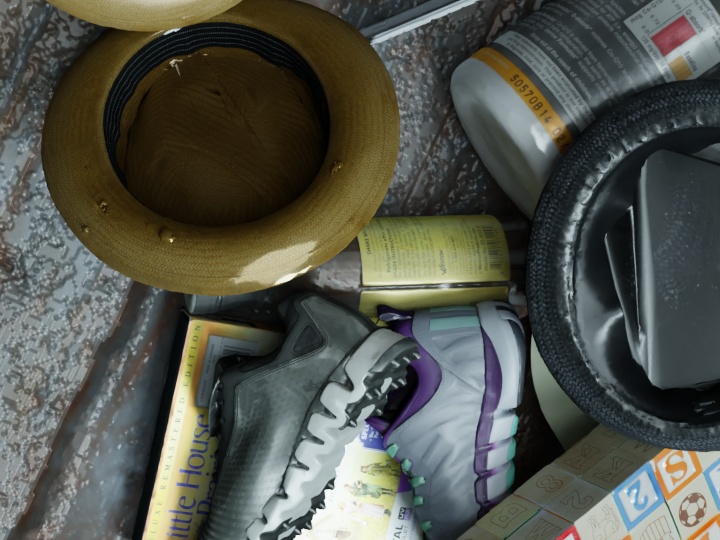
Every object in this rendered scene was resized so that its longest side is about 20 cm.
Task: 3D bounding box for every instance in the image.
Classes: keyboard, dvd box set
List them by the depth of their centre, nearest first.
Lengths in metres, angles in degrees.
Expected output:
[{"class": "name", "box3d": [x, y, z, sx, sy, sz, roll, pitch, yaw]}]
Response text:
[{"class": "keyboard", "box3d": [0.090, -0.167, 1.107, 0.200, 0.056, 0.011, -24, 104, -10]}, {"class": "dvd box set", "box3d": [-0.022, 0.110, 1.137, 0.200, 0.029, 0.147, 10, 98, -18]}]

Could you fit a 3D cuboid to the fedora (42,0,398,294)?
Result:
[{"class": "fedora", "box3d": [-0.071, -0.056, 1.034, 0.200, 0.201, 0.082, -24, 147, -10]}]

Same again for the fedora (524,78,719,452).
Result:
[{"class": "fedora", "box3d": [0.181, -0.008, 1.047, 0.200, 0.092, 0.201, 2, 104, 9]}]

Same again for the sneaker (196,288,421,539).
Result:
[{"class": "sneaker", "box3d": [-0.053, 0.093, 1.077, 0.090, 0.066, 0.200, 39, 110, 16]}]

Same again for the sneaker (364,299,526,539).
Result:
[{"class": "sneaker", "box3d": [0.043, 0.113, 1.109, 0.087, 0.074, 0.201, 2, 101, -3]}]

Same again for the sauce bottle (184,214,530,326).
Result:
[{"class": "sauce bottle", "box3d": [0.000, 0.000, 1.107, 0.199, 0.065, 0.065, 0, 100, -16]}]

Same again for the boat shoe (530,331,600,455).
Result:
[{"class": "boat shoe", "box3d": [0.147, 0.081, 1.156, 0.071, 0.063, 0.200, -12, 108, 15]}]

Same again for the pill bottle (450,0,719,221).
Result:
[{"class": "pill bottle", "box3d": [0.160, -0.119, 1.104, 0.200, 0.116, 0.117, -35, 107, -7]}]

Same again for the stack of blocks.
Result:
[{"class": "stack of blocks", "box3d": [0.153, 0.151, 1.090, 0.200, 0.059, 0.115, -36, 117, -20]}]

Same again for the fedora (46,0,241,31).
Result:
[{"class": "fedora", "box3d": [-0.115, -0.227, 1.026, 0.200, 0.082, 0.201, -2, 99, -16]}]
